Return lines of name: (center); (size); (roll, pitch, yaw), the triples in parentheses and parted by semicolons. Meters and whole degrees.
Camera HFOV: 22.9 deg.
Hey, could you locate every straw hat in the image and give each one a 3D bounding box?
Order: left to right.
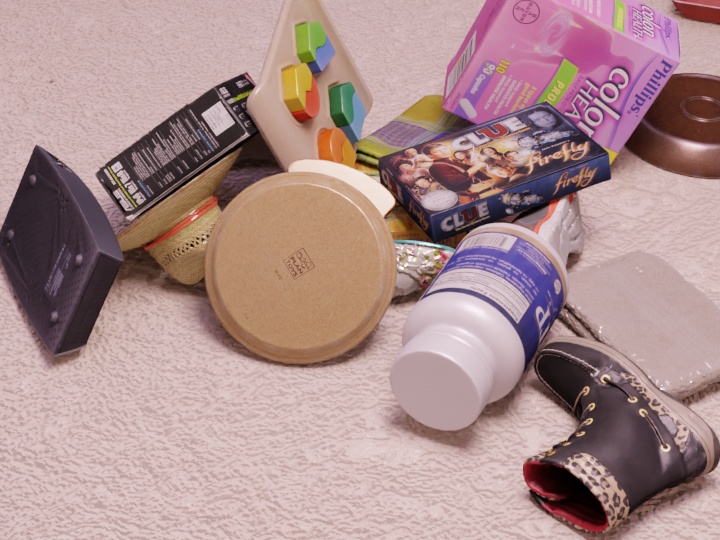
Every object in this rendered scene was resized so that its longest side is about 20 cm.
straw hat: (-0.171, -0.034, 1.765); (0.201, 0.201, 0.085); (-39, 96, -41)

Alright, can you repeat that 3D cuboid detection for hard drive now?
hard drive: (-0.292, -0.020, 1.720); (0.042, 0.135, 0.200); (10, 27, -35)

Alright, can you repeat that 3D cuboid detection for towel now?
towel: (0.089, -0.151, 1.966); (0.144, 0.023, 0.200); (15, 29, 26)
towel: (0.285, 0.054, 1.736); (0.132, 0.034, 0.200); (-18, 41, -23)

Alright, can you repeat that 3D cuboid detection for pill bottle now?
pill bottle: (0.107, 0.054, 1.652); (0.120, 0.120, 0.200); (18, 40, 18)

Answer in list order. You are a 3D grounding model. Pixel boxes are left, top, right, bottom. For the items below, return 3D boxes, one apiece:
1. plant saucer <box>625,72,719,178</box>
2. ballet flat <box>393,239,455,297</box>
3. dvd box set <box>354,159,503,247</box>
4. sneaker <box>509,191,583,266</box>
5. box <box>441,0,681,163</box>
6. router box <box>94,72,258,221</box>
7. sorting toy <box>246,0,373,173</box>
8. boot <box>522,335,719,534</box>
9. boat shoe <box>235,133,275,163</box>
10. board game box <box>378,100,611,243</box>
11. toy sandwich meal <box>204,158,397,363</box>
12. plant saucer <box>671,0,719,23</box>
plant saucer: (0.394, -0.175, 2.047); (0.200, 0.034, 0.200); (2, 36, -2)
ballet flat: (0.000, 0.000, 1.774); (0.200, 0.076, 0.064); (8, 68, 13)
dvd box set: (0.041, -0.072, 1.886); (0.200, 0.029, 0.146); (-3, 36, -8)
sneaker: (0.176, -0.040, 1.809); (0.082, 0.077, 0.200); (-5, 15, 21)
box: (0.217, -0.224, 1.931); (0.200, 0.176, 0.097); (24, 36, -11)
router box: (-0.172, -0.128, 1.797); (0.150, 0.062, 0.200); (-35, 5, 11)
sorting toy: (-0.042, -0.173, 1.824); (0.036, 0.185, 0.200); (-9, 42, 26)
boot: (0.201, 0.145, 1.582); (0.151, 0.073, 0.200); (-29, 53, -35)
boat shoe: (-0.101, -0.156, 1.957); (0.200, 0.072, 0.060); (-5, 40, -1)
board game box: (0.135, -0.104, 1.813); (0.200, 0.035, 0.135); (-20, 35, -15)
toy sandwich meal: (-0.055, -0.009, 1.715); (0.205, 0.205, 0.070); (6, -6, 3)
plant saucer: (0.510, -0.365, 2.303); (0.200, 0.037, 0.200); (10, 38, 11)
